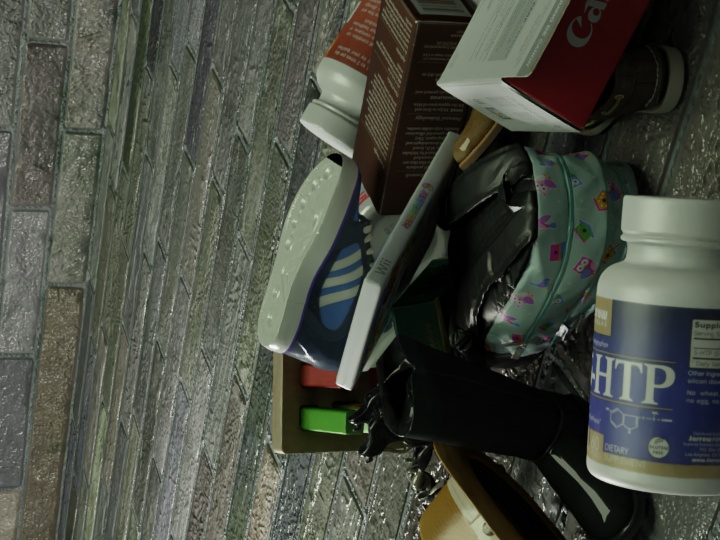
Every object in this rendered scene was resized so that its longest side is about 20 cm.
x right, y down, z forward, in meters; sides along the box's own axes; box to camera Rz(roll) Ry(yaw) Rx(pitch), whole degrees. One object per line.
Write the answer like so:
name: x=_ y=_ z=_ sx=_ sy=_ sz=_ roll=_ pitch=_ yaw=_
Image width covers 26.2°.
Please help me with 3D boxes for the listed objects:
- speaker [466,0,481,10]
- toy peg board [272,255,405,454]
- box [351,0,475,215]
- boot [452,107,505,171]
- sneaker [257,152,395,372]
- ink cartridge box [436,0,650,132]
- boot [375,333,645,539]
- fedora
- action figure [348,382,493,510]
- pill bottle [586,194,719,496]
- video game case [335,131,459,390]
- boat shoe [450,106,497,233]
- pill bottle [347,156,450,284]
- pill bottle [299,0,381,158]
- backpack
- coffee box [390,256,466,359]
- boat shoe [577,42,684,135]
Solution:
speaker: x=0.120 y=-0.286 z=1.451 sx=0.081 sy=0.081 sz=0.200 roll=114 pitch=150 yaw=-47
toy peg board: x=0.021 y=0.085 z=1.565 sx=0.098 sy=0.200 sz=0.199 roll=-2 pitch=86 yaw=52
box: x=0.051 y=-0.159 z=1.423 sx=0.100 sy=0.075 sz=0.200 roll=-115 pitch=31 yaw=-51
boot: x=0.119 y=-0.179 z=1.325 sx=0.200 sy=0.075 sz=0.074 roll=-61 pitch=5 yaw=-10
sneaker: x=0.000 y=0.000 z=1.444 sx=0.081 sy=0.146 sz=0.200 roll=40 pitch=112 yaw=60
ink cartridge box: x=0.167 y=-0.211 z=1.194 sx=0.200 sy=0.084 sz=0.176 roll=-62 pitch=19 yaw=-3
boot: x=0.117 y=0.137 z=1.243 sx=0.066 sy=0.200 sz=0.165 roll=-56 pitch=32 yaw=19
fedora: x=0.111 y=0.231 z=1.289 sx=0.082 sy=0.201 sz=0.201 roll=-44 pitch=34 yaw=10
action figure: x=0.086 y=0.187 z=1.454 sx=0.102 sy=0.200 sz=0.119 roll=-44 pitch=15 yaw=11
pill bottle: x=0.224 y=0.049 z=1.087 sx=0.120 sy=0.120 sz=0.200 roll=-167 pitch=79 yaw=-70
video game case: x=0.035 y=-0.010 z=1.338 sx=0.143 sy=0.018 sz=0.200 roll=106 pitch=-170 yaw=-48
boat shoe: x=0.106 y=-0.080 z=1.490 sx=0.063 sy=0.071 sz=0.200 roll=111 pitch=153 yaw=-60
pill bottle: x=0.038 y=-0.080 z=1.593 sx=0.200 sy=0.109 sz=0.109 roll=-96 pitch=16 yaw=-58
pill bottle: x=0.027 y=-0.210 z=1.539 sx=0.200 sy=0.112 sz=0.112 roll=-57 pitch=22 yaw=-3
backpack: x=0.146 y=-0.024 z=1.292 sx=0.200 sy=0.126 sz=0.167 roll=119 pitch=145 yaw=-57
coffee box: x=0.078 y=0.064 z=1.423 sx=0.200 sy=0.044 sz=0.123 roll=-41 pitch=-59 yaw=-72
boat shoe: x=0.190 y=-0.151 z=1.275 sx=0.200 sy=0.059 sz=0.072 roll=-177 pitch=88 yaw=-70
